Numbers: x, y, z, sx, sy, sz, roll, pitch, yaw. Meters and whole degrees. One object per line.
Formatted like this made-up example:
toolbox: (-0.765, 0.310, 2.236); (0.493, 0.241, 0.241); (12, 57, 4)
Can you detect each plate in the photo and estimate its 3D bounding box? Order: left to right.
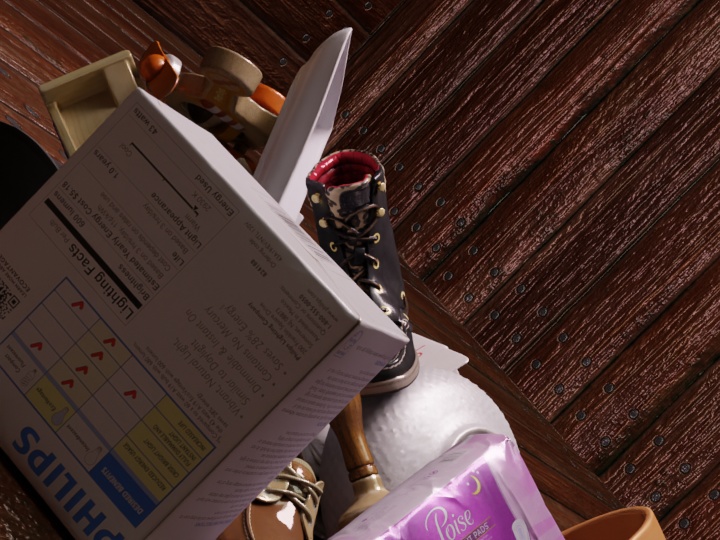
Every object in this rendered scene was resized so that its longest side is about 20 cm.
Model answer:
plate: (-0.061, -0.073, 1.219); (0.032, 0.200, 0.200); (21, -19, 0)

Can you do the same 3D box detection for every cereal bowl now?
cereal bowl: (0.065, 0.171, 1.209); (0.083, 0.200, 0.200); (-10, -39, 42)

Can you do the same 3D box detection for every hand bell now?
hand bell: (0.000, 0.138, 1.098); (0.104, 0.104, 0.200); (27, 43, -70)

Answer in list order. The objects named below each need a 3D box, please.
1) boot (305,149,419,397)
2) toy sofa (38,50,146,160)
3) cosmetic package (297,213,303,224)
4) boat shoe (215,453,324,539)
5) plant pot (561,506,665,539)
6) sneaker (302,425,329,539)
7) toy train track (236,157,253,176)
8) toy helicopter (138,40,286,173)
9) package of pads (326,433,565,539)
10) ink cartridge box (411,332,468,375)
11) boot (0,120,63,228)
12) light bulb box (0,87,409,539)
boot: (0.000, 0.000, 1.213); (0.200, 0.073, 0.151); (-85, 166, -67)
toy sofa: (-0.177, -0.067, 1.209); (0.098, 0.083, 0.200); (77, -13, -56)
cosmetic package: (-0.153, -0.054, 1.524); (0.113, 0.081, 0.200); (41, -14, -22)
boat shoe: (-0.065, 0.156, 1.043); (0.076, 0.074, 0.200); (42, 7, -21)
plant pot: (0.180, 0.300, 1.241); (0.140, 0.200, 0.200); (61, 7, 1)
sneaker: (-0.053, 0.129, 1.240); (0.200, 0.074, 0.116); (53, 5, 2)
toy train track: (-0.115, -0.057, 1.292); (0.115, 0.033, 0.200); (60, -22, 3)
toy helicopter: (-0.119, -0.145, 1.226); (0.132, 0.079, 0.200); (30, -12, -5)
package of pads: (0.044, 0.198, 0.974); (0.200, 0.076, 0.121); (-29, 92, -45)
ink cartridge box: (0.015, 0.110, 1.372); (0.200, 0.117, 0.067); (20, -42, 60)
boot: (-0.266, -0.076, 1.238); (0.200, 0.069, 0.174); (37, 2, 24)
light bulb box: (-0.116, 0.039, 0.904); (0.198, 0.200, 0.125); (46, 5, 17)
